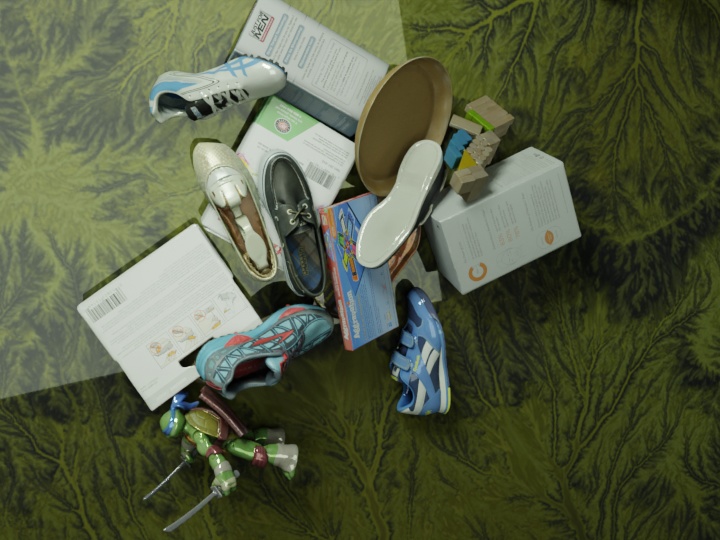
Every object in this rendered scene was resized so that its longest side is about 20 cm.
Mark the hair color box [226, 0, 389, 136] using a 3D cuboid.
[{"bbox_3d":[-0.071,-0.278,1.171,0.199,0.061,0.100,27,72,-16],"label":"hair color box"}]

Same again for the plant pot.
[{"bbox_3d":[0.056,-0.200,1.192,0.199,0.027,0.201,-34,141,-34],"label":"plant pot"}]

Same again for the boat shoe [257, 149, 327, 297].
[{"bbox_3d":[-0.082,-0.060,1.132,0.068,0.057,0.202,-20,107,-20],"label":"boat shoe"}]

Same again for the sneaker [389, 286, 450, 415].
[{"bbox_3d":[0.083,0.126,1.287,0.081,0.074,0.202,-9,101,-9],"label":"sneaker"}]

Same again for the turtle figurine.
[{"bbox_3d":[-0.198,0.275,1.214,0.192,0.144,0.202,11,64,-25],"label":"turtle figurine"}]

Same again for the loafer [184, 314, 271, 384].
[{"bbox_3d":[-0.154,0.119,1.234,0.198,0.067,0.077,-23,107,-6],"label":"loafer"}]

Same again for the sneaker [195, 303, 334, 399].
[{"bbox_3d":[-0.115,0.118,1.159,0.199,0.096,0.080,-24,128,-19],"label":"sneaker"}]

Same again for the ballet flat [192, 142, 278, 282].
[{"bbox_3d":[-0.154,-0.077,1.115,0.067,0.062,0.201,-28,105,-8],"label":"ballet flat"}]

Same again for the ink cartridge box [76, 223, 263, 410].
[{"bbox_3d":[-0.259,0.063,1.198,0.199,0.045,0.177,-35,95,-5],"label":"ink cartridge box"}]

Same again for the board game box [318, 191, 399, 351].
[{"bbox_3d":[0.000,0.000,1.208,0.103,0.019,0.202,-23,109,-44],"label":"board game box"}]

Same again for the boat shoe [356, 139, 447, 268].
[{"bbox_3d":[0.061,-0.084,1.203,0.201,0.073,0.060,-64,151,-13],"label":"boat shoe"}]

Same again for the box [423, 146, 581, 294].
[{"bbox_3d":[0.200,-0.074,1.253,0.199,0.098,0.125,-25,117,-8],"label":"box"}]

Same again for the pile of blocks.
[{"bbox_3d":[0.152,-0.167,1.223,0.081,0.201,0.062,25,138,5],"label":"pile of blocks"}]

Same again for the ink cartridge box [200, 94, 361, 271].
[{"bbox_3d":[-0.112,-0.119,1.192,0.144,0.084,0.201,28,93,-16],"label":"ink cartridge box"}]

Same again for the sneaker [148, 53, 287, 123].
[{"bbox_3d":[-0.186,-0.230,1.126,0.198,0.072,0.073,-6,62,21],"label":"sneaker"}]

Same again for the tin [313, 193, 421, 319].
[{"bbox_3d":[0.004,-0.022,1.261,0.112,0.042,0.201,37,91,-20],"label":"tin"}]
